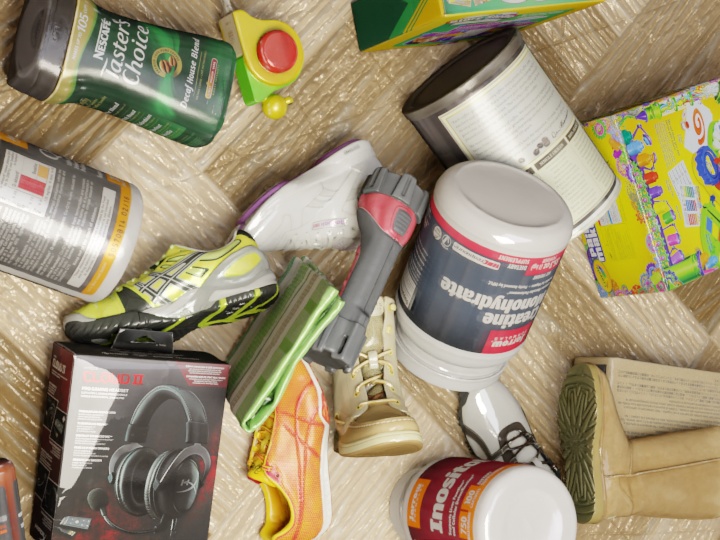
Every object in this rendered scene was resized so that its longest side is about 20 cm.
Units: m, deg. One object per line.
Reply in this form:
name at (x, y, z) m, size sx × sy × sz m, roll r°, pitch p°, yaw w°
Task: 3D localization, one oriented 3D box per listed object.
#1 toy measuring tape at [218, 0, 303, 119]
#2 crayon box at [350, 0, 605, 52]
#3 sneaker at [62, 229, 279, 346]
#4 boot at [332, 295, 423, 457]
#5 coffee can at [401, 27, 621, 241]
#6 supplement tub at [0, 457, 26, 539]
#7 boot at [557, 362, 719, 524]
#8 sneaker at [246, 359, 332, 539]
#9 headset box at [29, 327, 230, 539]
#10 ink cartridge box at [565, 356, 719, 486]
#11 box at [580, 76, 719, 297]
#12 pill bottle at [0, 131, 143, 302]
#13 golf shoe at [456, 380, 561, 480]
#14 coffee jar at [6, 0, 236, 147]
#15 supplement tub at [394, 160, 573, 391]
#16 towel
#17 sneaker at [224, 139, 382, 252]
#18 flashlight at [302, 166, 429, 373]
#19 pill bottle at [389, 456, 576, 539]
toy measuring tape at (-0.101, -0.248, 1.336) m, size 0.073 × 0.074 × 0.201 m, roll -18°, pitch 95°, yaw -28°
crayon box at (0.119, -0.277, 1.397) m, size 0.200 × 0.172 × 0.058 m, roll -12°, pitch 92°, yaw -29°
sneaker at (-0.179, 0.022, 1.263) m, size 0.199 × 0.075 × 0.077 m, roll -15°, pitch 72°, yaw -9°
boot at (0.012, 0.100, 1.299) m, size 0.073 × 0.200 × 0.156 m, roll 0°, pitch 84°, yaw -9°
coffee can at (0.159, -0.130, 1.422) m, size 0.146 × 0.146 × 0.200 m, roll -44°, pitch 106°, yaw -24°
supplement tub at (-0.332, 0.265, 1.149) m, size 0.107 × 0.107 × 0.201 m, roll -8°, pitch 89°, yaw -29°
boot at (0.307, 0.182, 1.446) m, size 0.200 × 0.066 × 0.176 m, roll 0°, pitch 90°, yaw -30°
sneaker at (-0.073, 0.168, 1.315) m, size 0.077 × 0.073 × 0.201 m, roll -5°, pitch 88°, yaw -32°
headset box at (-0.207, 0.152, 1.226) m, size 0.148 × 0.077 × 0.201 m, roll 7°, pitch 94°, yaw -28°
ink cartridge box at (0.333, 0.188, 1.532) m, size 0.200 × 0.075 × 0.165 m, roll 10°, pitch 83°, yaw -28°
box at (0.348, -0.095, 1.535) m, size 0.192 × 0.122 × 0.201 m, roll -20°, pitch 95°, yaw -28°
pill bottle at (-0.301, -0.055, 1.185) m, size 0.200 × 0.116 × 0.117 m, roll 22°, pitch 76°, yaw -26°
golf shoe at (0.172, 0.197, 1.434) m, size 0.078 × 0.094 × 0.200 m, roll -27°, pitch 98°, yaw -26°
coffee jar at (-0.221, -0.188, 1.256) m, size 0.200 × 0.085 × 0.105 m, roll 14°, pitch 79°, yaw -26°
supplement tub at (0.115, 0.006, 1.344) m, size 0.140 × 0.140 × 0.200 m, roll -2°, pitch 129°, yaw -28°
towel at (-0.072, 0.065, 1.232) m, size 0.031 × 0.200 × 0.149 m, roll 32°, pitch 92°, yaw -14°
sneaker at (-0.043, -0.051, 1.339) m, size 0.200 × 0.075 × 0.100 m, roll -35°, pitch 89°, yaw -26°
flashlight at (0.000, 0.000, 1.287) m, size 0.068 × 0.068 × 0.200 m, roll 20°, pitch 68°, yaw 13°
pill bottle at (0.112, 0.242, 1.336) m, size 0.113 × 0.200 × 0.113 m, roll 2°, pitch 85°, yaw -28°
